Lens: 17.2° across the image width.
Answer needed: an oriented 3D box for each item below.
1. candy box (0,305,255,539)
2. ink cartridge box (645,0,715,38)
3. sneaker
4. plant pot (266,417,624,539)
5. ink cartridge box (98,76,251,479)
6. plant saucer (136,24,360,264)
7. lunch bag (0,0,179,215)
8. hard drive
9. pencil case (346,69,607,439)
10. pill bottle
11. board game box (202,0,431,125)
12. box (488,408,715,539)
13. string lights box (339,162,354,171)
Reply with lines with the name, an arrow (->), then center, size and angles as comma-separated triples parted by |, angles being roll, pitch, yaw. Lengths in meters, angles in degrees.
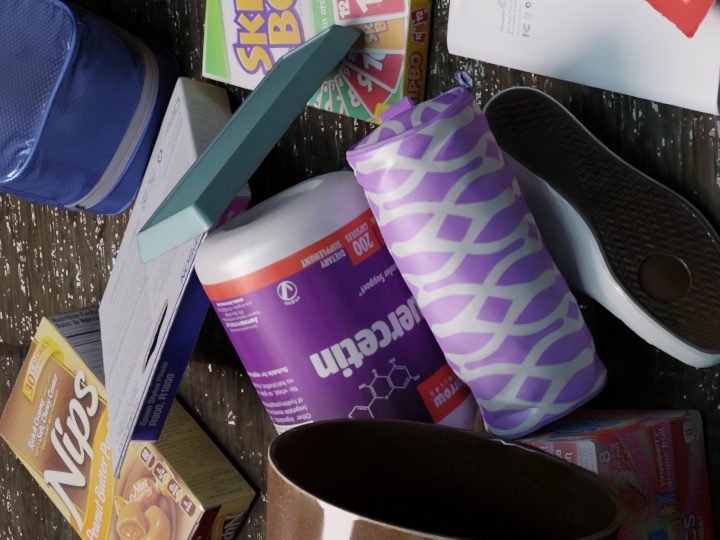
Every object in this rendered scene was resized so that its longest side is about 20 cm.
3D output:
candy box -> -0.168, 0.134, 1.682 | 0.200, 0.055, 0.116 | 46, 127, 28
ink cartridge box -> 0.144, -0.245, 1.282 | 0.200, 0.050, 0.161 | 48, 117, 36
sneaker -> 0.142, -0.015, 1.354 | 0.200, 0.073, 0.085 | 49, 157, 21
plant pot -> 0.029, 0.202, 1.254 | 0.187, 0.187, 0.200 | 21, 107, 41
ink cartridge box -> -0.122, 0.006, 1.555 | 0.200, 0.043, 0.197 | -106, 33, -55
plant saucer -> -0.068, -0.080, 1.421 | 0.070, 0.200, 0.019 | -25, 111, 45
lunch bag -> -0.232, -0.125, 1.641 | 0.200, 0.132, 0.136 | 27, 94, 37
hard drive -> 0.134, -0.171, 1.347 | 0.200, 0.026, 0.132 | 18, 110, 41
pencil case -> 0.063, -0.005, 1.324 | 0.200, 0.084, 0.085 | 64, 171, -10
pill bottle -> -0.006, 0.051, 1.377 | 0.112, 0.112, 0.200 | -17, 104, 45
board game box -> -0.036, -0.156, 1.520 | 0.200, 0.030, 0.096 | 19, 111, 44
box -> 0.138, 0.185, 1.355 | 0.095, 0.103, 0.200 | -3, 96, 45
string lights box -> 0.000, 0.000, 1.487 | 0.200, 0.059, 0.103 | -39, 71, 42
